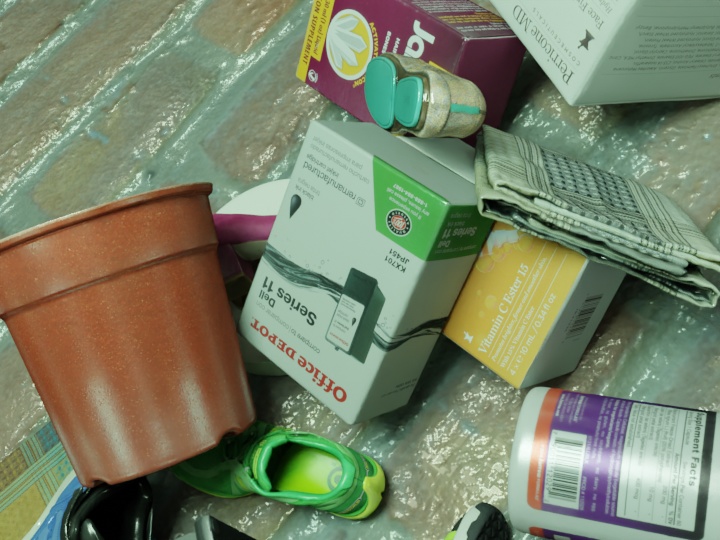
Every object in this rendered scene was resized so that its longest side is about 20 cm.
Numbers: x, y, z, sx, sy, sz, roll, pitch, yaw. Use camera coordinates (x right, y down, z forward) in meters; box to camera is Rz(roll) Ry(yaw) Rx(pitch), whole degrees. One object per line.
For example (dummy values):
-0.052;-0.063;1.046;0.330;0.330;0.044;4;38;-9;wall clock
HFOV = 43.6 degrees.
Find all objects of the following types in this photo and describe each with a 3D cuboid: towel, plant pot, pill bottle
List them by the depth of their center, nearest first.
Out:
0.215;0.152;0.649;0.200;0.111;0.112;6;65;22;pill bottle
0.181;-0.054;0.705;0.192;0.035;0.200;22;25;-4;towel
-0.182;0.054;0.720;0.200;0.201;0.196;-19;93;9;plant pot
-0.278;0.237;0.832;0.147;0.022;0.200;-38;56;-4;towel

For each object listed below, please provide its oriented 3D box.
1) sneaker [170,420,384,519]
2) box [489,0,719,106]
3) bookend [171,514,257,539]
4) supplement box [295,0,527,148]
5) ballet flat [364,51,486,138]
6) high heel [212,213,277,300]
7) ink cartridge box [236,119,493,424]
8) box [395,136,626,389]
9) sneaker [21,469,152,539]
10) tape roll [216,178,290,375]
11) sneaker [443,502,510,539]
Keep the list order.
-0.078;0.158;0.765;0.200;0.084;0.074;4;65;22;sneaker
0.239;-0.260;0.797;0.200;0.131;0.199;-9;54;-27;box
-0.146;0.277;0.657;0.198;0.200;0.092;-23;58;6;bookend
0.045;-0.206;0.873;0.103;0.131;0.200;-16;44;-43;supplement box
0.053;-0.140;0.746;0.067;0.068;0.200;2;20;-13;ballet flat
-0.062;-0.050;0.841;0.200;0.067;0.096;-28;58;11;high heel
0.000;0.000;0.722;0.147;0.083;0.200;34;115;29;ink cartridge box
0.105;-0.014;0.754;0.200;0.097;0.125;37;116;31;box
-0.238;0.246;0.726;0.111;0.077;0.200;-16;38;52;sneaker
-0.076;0.003;0.875;0.202;0.037;0.203;-8;61;15;tape roll
0.040;0.258;0.677;0.083;0.072;0.200;9;57;42;sneaker
